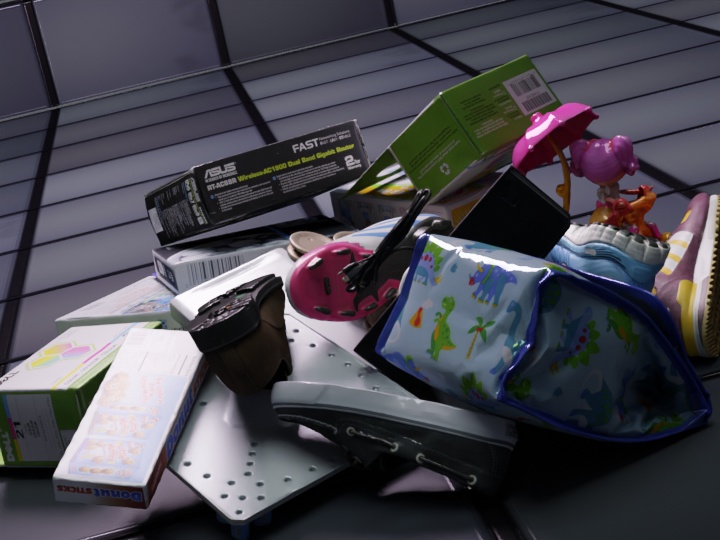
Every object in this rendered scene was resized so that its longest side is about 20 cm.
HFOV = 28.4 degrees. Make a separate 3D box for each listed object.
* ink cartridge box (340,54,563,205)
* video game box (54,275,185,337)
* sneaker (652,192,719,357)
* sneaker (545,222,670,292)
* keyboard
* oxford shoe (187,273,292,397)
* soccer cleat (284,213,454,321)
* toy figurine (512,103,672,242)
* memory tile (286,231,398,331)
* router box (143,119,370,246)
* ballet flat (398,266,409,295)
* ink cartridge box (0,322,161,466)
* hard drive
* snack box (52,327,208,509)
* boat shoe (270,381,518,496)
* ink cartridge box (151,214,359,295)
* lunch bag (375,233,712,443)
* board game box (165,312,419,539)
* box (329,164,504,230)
[{"bbox_3d":[0.093,-0.117,1.443,0.147,0.076,0.200,-28,-11,-41],"label":"ink cartridge box"},{"bbox_3d":[-0.187,0.040,1.478,0.181,0.047,0.200,-7,10,22],"label":"video game box"},{"bbox_3d":[0.268,0.000,1.229,0.089,0.075,0.201,-5,33,21],"label":"sneaker"},{"bbox_3d":[0.185,0.010,1.190,0.078,0.091,0.200,17,-2,-10],"label":"sneaker"},{"bbox_3d":[0.064,-0.003,1.148,0.200,0.127,0.021,-50,18,12],"label":"keyboard"},{"bbox_3d":[-0.091,0.056,1.155,0.072,0.085,0.200,-25,10,11],"label":"oxford shoe"},{"bbox_3d":[0.000,0.000,1.265,0.199,0.071,0.086,-19,10,-39],"label":"soccer cleat"},{"bbox_3d":[0.215,-0.063,1.328,0.199,0.186,0.150,4,23,40],"label":"toy figurine"},{"bbox_3d":[0.032,0.014,1.336,0.152,0.017,0.200,-2,30,-34],"label":"memory tile"},{"bbox_3d":[-0.108,-0.091,1.491,0.199,0.063,0.150,-20,1,-29],"label":"router box"},{"bbox_3d":[0.091,0.023,1.251,0.199,0.070,0.069,9,-1,-43],"label":"ballet flat"},{"bbox_3d":[-0.290,0.112,1.282,0.198,0.076,0.148,-3,19,23],"label":"ink cartridge box"},{"bbox_3d":[-0.063,0.057,1.282,0.131,0.027,0.200,-26,43,-30],"label":"hard drive"},{"bbox_3d":[-0.172,0.109,1.105,0.071,0.025,0.200,5,31,7],"label":"snack box"},{"bbox_3d":[0.018,0.121,1.047,0.198,0.057,0.069,8,-11,27],"label":"boat shoe"},{"bbox_3d":[-0.116,-0.019,1.501,0.196,0.044,0.200,-12,9,-16],"label":"ink cartridge box"},{"bbox_3d":[0.145,0.059,1.067,0.199,0.128,0.170,26,-3,-32],"label":"lunch bag"},{"bbox_3d":[-0.077,0.118,1.137,0.199,0.026,0.199,-25,38,-33],"label":"board game box"},{"bbox_3d":[0.075,-0.045,1.504,0.112,0.102,0.199,-24,21,-33],"label":"box"}]
